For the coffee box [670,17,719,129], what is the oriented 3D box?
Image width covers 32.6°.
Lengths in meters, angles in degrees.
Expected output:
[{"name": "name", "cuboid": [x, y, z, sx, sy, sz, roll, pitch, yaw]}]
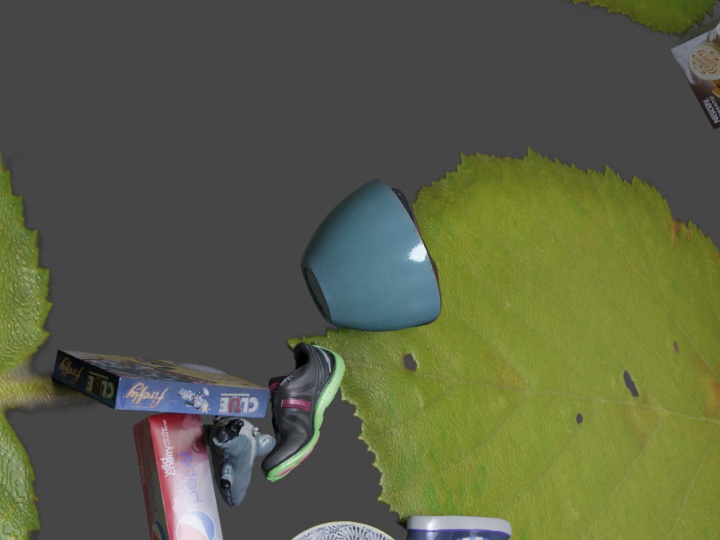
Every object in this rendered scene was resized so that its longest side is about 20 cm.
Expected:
[{"name": "coffee box", "cuboid": [0.758, -0.417, 2.599, 0.201, 0.114, 0.080, 58, 43, -13]}]

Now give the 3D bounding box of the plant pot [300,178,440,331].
[{"name": "plant pot", "cuboid": [0.000, 0.000, 1.612, 0.133, 0.200, 0.202, -25, 93, -12]}]

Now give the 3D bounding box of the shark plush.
[{"name": "shark plush", "cuboid": [-0.136, 0.210, 1.374, 0.090, 0.200, 0.084, 14, 70, -9]}]

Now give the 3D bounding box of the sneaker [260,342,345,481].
[{"name": "sneaker", "cuboid": [-0.087, 0.174, 1.527, 0.083, 0.077, 0.201, 32, 48, -11]}]

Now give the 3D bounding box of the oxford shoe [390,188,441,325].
[{"name": "oxford shoe", "cuboid": [0.068, -0.018, 1.766, 0.084, 0.072, 0.203, -2, 78, -62]}]

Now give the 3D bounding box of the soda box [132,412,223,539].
[{"name": "soda box", "cuboid": [-0.199, 0.259, 1.358, 0.063, 0.070, 0.203, -6, 78, -29]}]

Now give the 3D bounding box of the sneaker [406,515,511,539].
[{"name": "sneaker", "cuboid": [0.129, 0.406, 1.650, 0.199, 0.080, 0.149, 15, 72, -45]}]

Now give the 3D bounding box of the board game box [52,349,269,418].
[{"name": "board game box", "cuboid": [-0.218, 0.126, 1.351, 0.198, 0.135, 0.035, 11, 92, -43]}]

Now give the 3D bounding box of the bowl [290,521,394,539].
[{"name": "bowl", "cuboid": [-0.020, 0.407, 1.450, 0.094, 0.198, 0.203, 85, 4, -65]}]
